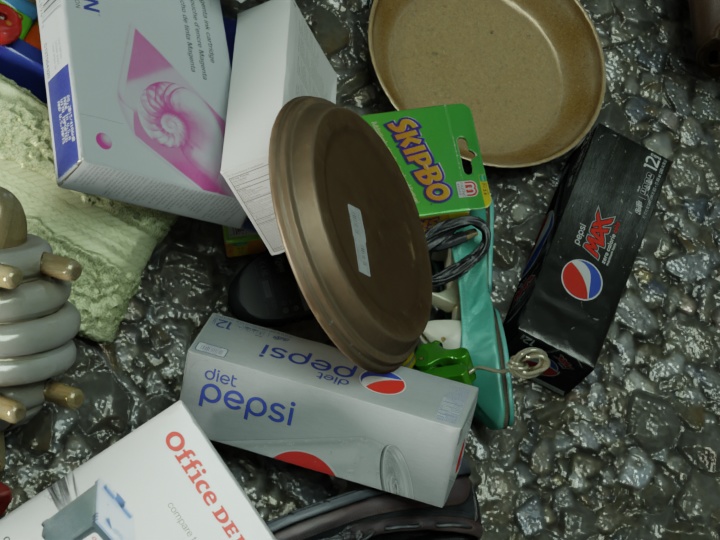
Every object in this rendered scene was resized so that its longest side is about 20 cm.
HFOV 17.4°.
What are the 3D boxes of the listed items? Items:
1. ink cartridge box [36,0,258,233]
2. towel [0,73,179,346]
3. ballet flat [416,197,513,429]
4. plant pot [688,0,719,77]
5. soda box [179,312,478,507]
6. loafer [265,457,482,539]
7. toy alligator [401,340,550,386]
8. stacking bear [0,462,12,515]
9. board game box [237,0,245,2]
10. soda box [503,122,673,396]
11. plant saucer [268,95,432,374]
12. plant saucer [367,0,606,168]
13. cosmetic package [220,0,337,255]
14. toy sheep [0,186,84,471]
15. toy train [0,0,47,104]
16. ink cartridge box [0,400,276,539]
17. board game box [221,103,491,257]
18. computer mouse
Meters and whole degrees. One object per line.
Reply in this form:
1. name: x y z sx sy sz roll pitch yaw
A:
1. ink cartridge box: -0.135 -0.131 1.683 0.200 0.043 0.197 12 54 -36
2. towel: -0.235 -0.047 1.665 0.200 0.036 0.149 29 82 -7
3. ballet flat: 0.070 0.030 1.750 0.070 0.067 0.201 0 62 -9
4. plant pot: 0.342 -0.265 1.912 0.200 0.200 0.199 7 73 -16
5. soda box: -0.024 0.097 1.639 0.199 0.068 0.063 16 27 7
6. loafer: 0.001 0.186 1.651 0.200 0.072 0.063 -17 78 -28
7. toy alligator: 0.039 0.073 1.694 0.199 0.059 0.054 -14 34 10
8. stacking bear: -0.340 0.106 1.547 0.114 0.122 0.200 -42 76 -16
9. board game box: -0.099 -0.298 1.772 0.147 0.064 0.200 -36 49 -22
10. soda box: 0.169 -0.010 1.799 0.071 0.063 0.200 27 60 -6
11. plant saucer: -0.001 -0.028 1.622 0.200 0.029 0.201 46 35 -45
12. plant saucer: 0.095 -0.164 1.858 0.200 0.035 0.201 8 65 -17
13. cosmetic package: -0.057 -0.107 1.685 0.051 0.083 0.200 -18 36 15
14. toy sheep: -0.249 0.041 1.584 0.137 0.138 0.201 0 101 -19
15. toy train: -0.199 -0.148 1.731 0.200 0.085 0.116 29 44 -10
16. ink cartridge box: -0.159 0.202 1.547 0.200 0.086 0.147 -34 81 -8
17. board game box: -0.008 -0.069 1.751 0.199 0.030 0.096 -9 61 -4
18. computer mouse: 0.000 0.000 1.728 0.199 0.034 0.059 -13 78 -5
